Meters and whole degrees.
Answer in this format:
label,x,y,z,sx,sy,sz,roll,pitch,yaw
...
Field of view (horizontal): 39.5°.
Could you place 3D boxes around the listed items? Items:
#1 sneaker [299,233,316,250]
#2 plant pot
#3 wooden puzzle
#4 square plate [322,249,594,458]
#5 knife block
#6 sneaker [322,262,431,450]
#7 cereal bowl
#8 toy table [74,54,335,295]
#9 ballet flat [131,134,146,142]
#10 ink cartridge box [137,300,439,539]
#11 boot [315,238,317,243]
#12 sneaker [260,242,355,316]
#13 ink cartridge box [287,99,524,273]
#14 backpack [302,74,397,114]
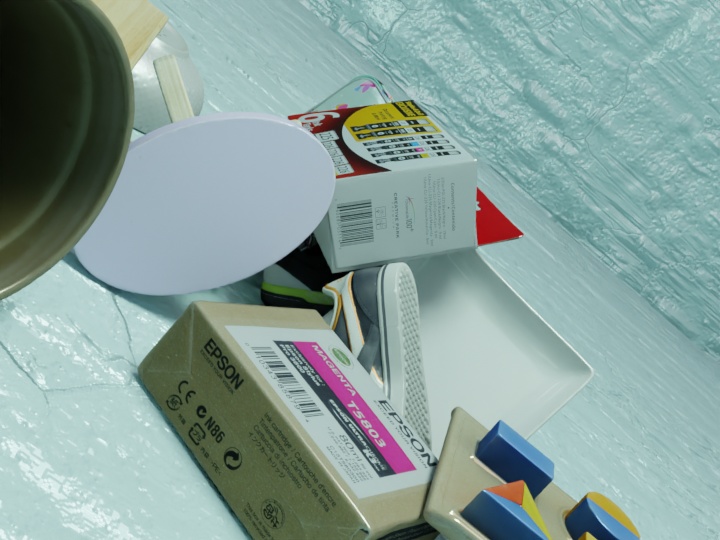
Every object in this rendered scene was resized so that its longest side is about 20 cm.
label,x,y,z,sx,sy,sz,roll,pitch,yaw
sneaker,-0.079,-0.048,1.024,0.081,0.075,0.200,46,15,17
plant pot,-0.262,-0.100,0.575,0.173,0.201,0.200,30,10,26
wooden puzzle,0.136,0.180,0.715,0.185,0.046,0.200,38,15,0
square plate,0.068,0.084,0.880,0.200,0.198,0.028,46,-17,14
knife block,-0.224,-0.166,0.819,0.064,0.201,0.175,37,-13,-17
sneaker,0.011,0.098,0.817,0.078,0.079,0.202,25,59,-67
cereal bowl,-0.248,-0.238,1.099,0.200,0.083,0.200,39,17,-14
toy table,-0.127,-0.069,0.791,0.198,0.186,0.117,-8,23,-11
ballet flat,-0.181,-0.095,0.925,0.076,0.064,0.200,44,15,5
ink cartridge box,-0.036,0.117,0.703,0.200,0.075,0.164,48,18,22
boot,0.037,-0.011,1.079,0.199,0.076,0.073,29,-19,-23
sneaker,0.000,0.000,0.937,0.198,0.084,0.072,2,5,-25
ink cartridge box,0.035,-0.087,0.911,0.174,0.085,0.200,-9,26,-10
backpack,0.001,-0.110,1.174,0.201,0.175,0.153,57,-1,11
